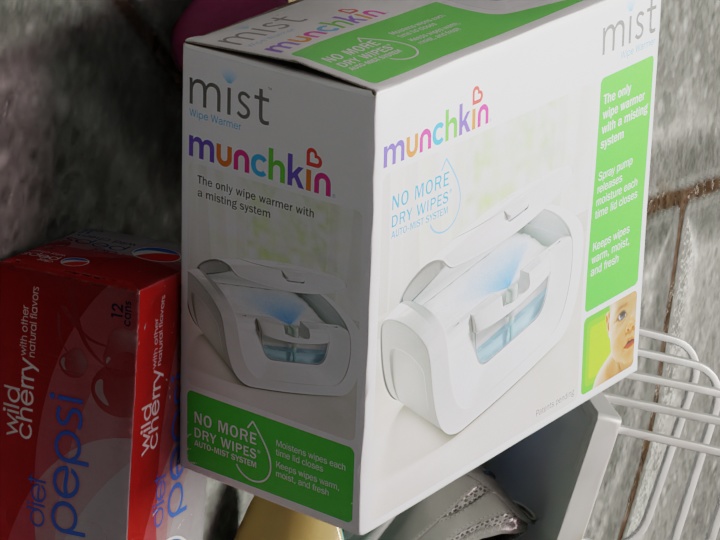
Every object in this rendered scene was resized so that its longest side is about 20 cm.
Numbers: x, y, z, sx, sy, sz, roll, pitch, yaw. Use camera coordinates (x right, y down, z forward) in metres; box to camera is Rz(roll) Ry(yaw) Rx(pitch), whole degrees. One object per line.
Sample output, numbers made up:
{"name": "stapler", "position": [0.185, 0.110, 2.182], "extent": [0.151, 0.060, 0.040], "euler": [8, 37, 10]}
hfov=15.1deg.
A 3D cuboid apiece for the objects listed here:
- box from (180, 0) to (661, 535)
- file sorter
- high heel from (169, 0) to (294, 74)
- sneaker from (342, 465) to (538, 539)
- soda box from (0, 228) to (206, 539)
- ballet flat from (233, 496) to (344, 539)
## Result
{"name": "box", "position": [0.024, -0.022, 1.065], "extent": [0.200, 0.096, 0.177], "euler": [-24, 124, -49]}
{"name": "file sorter", "position": [0.130, 0.114, 1.393], "extent": [0.200, 0.124, 0.139], "euler": [-119, -136, -70]}
{"name": "high heel", "position": [0.014, -0.116, 1.142], "extent": [0.200, 0.096, 0.068], "euler": [-19, 85, -44]}
{"name": "sneaker", "position": [0.011, 0.177, 1.311], "extent": [0.201, 0.082, 0.075], "euler": [-61, 158, 6]}
{"name": "soda box", "position": [-0.102, 0.089, 1.060], "extent": [0.070, 0.063, 0.201], "euler": [-27, 124, -62]}
{"name": "ballet flat", "position": [-0.045, 0.192, 1.245], "extent": [0.063, 0.068, 0.201], "euler": [-17, 116, -49]}
